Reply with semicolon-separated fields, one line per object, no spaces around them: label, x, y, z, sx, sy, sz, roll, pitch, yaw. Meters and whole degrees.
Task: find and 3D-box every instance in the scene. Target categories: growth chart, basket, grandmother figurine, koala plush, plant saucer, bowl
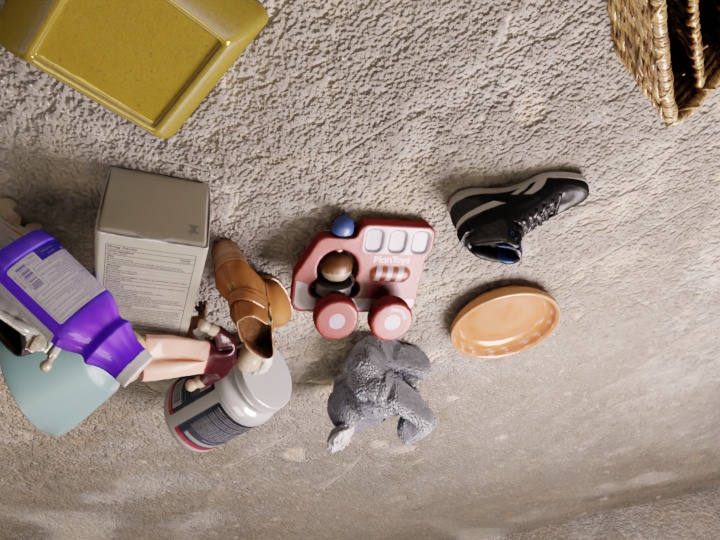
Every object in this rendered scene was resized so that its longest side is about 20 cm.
growth chart;-0.410;0.004;0.716;0.018;0.146;0.201;-23;120;28
basket;0.316;-0.266;0.554;0.141;0.151;0.200;-22;139;17
grandmother figurine;-0.216;0.123;0.829;0.197;0.061;0.122;4;134;-31
koala plush;0.009;0.230;1.098;0.182;0.179;0.200;32;128;-25
plant saucer;-0.221;-0.225;0.578;0.198;0.049;0.199;27;129;-37
bowl;-0.411;0.120;0.860;0.103;0.203;0.202;-20;142;-5
plant saucer;0.254;0.089;1.066;0.196;0.038;0.202;-5;140;-4

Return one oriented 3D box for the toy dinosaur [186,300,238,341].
toy dinosaur;-0.286;0.099;0.871;0.197;0.136;0.087;19;114;6

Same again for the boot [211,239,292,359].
boot;-0.142;0.065;0.854;0.073;0.156;0.200;-34;137;5

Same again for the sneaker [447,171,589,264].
sneaker;0.225;-0.062;0.814;0.196;0.113;0.074;-10;143;2

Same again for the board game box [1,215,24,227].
board game box;-0.527;-0.019;0.793;0.196;0.020;0.104;-15;140;7

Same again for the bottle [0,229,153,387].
bottle;-0.327;0.048;0.691;0.200;0.084;0.065;45;133;-6

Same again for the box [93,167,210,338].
box;-0.273;-0.015;0.776;0.126;0.110;0.201;8;138;-20

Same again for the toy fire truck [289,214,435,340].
toy fire truck;0.000;0.000;0.868;0.196;0.113;0.171;3;116;-16

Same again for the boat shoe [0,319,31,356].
boat shoe;-0.446;0.013;0.728;0.073;0.065;0.201;-32;100;14

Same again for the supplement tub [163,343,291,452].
supplement tub;-0.231;0.218;1.044;0.198;0.142;0.140;-30;137;25
